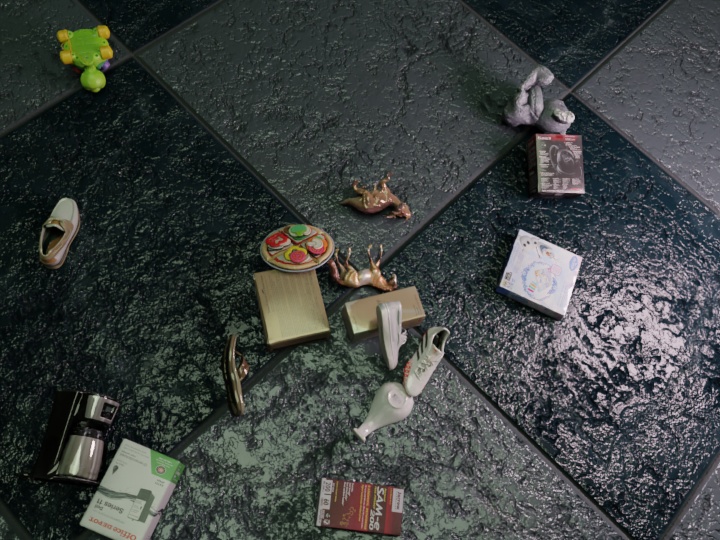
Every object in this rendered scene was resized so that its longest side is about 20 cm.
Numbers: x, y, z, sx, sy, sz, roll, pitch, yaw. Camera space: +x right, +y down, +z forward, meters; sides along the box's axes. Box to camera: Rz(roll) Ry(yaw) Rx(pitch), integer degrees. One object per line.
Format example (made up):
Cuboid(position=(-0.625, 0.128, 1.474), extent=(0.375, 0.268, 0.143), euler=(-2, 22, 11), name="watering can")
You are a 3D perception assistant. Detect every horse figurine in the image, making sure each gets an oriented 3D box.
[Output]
Cuboid(position=(0.000, 0.000, 1.764), extent=(0.199, 0.050, 0.133), euler=(-6, 88, -20), name="horse figurine")

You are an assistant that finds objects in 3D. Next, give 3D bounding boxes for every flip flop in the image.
Cuboid(position=(-0.303, 0.258, 1.606), extent=(0.057, 0.081, 0.201), euler=(-3, 68, -28), name="flip flop")

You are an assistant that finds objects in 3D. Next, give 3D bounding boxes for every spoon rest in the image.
Cuboid(position=(0.053, 0.357, 1.630), extent=(0.200, 0.061, 0.099), euler=(-36, 77, -34), name="spoon rest")

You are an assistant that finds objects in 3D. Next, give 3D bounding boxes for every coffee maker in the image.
Cuboid(position=(-0.662, 0.374, 1.467), extent=(0.191, 0.135, 0.201), euler=(8, 65, -4), name="coffee maker")

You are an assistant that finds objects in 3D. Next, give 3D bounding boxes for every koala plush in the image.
Cuboid(position=(0.562, -0.488, 2.009), extent=(0.200, 0.177, 0.184), euler=(37, 78, 8), name="koala plush")

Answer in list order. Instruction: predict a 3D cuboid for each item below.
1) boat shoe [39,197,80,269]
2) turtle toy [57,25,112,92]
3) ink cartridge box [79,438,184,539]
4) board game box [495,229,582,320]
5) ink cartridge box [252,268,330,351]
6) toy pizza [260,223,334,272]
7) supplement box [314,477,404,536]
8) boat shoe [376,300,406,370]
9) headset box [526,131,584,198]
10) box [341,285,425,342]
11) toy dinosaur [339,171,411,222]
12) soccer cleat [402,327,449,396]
Cuboid(position=(-0.785, -0.107, 1.692), extent=(0.074, 0.068, 0.201), euler=(5, 66, -6), name="boat shoe")
Cuboid(position=(-0.792, -0.618, 1.893), extent=(0.145, 0.101, 0.201), euler=(-11, 69, -12), name="turtle toy")
Cuboid(position=(-0.510, 0.504, 1.461), extent=(0.146, 0.083, 0.201), euler=(21, 66, 2), name="ink cartridge box")
Cuboid(position=(0.508, 0.010, 1.845), extent=(0.198, 0.043, 0.201), euler=(25, 65, 3), name="board game box")
Cuboid(position=(-0.180, 0.095, 1.690), extent=(0.164, 0.075, 0.201), euler=(-11, 68, -12), name="ink cartridge box")
Cuboid(position=(-0.170, -0.068, 1.741), extent=(0.199, 0.032, 0.201), euler=(0, 41, 0), name="toy pizza")
Cuboid(position=(-0.002, 0.557, 1.525), extent=(0.199, 0.061, 0.109), euler=(9, 65, -6), name="supplement box")
Cuboid(position=(0.084, 0.163, 1.647), extent=(0.068, 0.201, 0.072), euler=(-14, 26, -11), name="boat shoe")
Cuboid(position=(0.586, -0.322, 1.955), extent=(0.148, 0.077, 0.201), euler=(-1, 82, -8), name="headset box")
Cuboid(position=(0.059, 0.116, 1.714), extent=(0.199, 0.078, 0.095), euler=(-14, 70, -14), name="box")
Cuboid(position=(0.045, -0.193, 1.847), extent=(0.199, 0.086, 0.136), euler=(-12, 76, -7), name="toy dinosaur")
Cuboid(position=(0.170, 0.230, 1.672), extent=(0.069, 0.085, 0.200), euler=(37, 63, -16), name="soccer cleat")
